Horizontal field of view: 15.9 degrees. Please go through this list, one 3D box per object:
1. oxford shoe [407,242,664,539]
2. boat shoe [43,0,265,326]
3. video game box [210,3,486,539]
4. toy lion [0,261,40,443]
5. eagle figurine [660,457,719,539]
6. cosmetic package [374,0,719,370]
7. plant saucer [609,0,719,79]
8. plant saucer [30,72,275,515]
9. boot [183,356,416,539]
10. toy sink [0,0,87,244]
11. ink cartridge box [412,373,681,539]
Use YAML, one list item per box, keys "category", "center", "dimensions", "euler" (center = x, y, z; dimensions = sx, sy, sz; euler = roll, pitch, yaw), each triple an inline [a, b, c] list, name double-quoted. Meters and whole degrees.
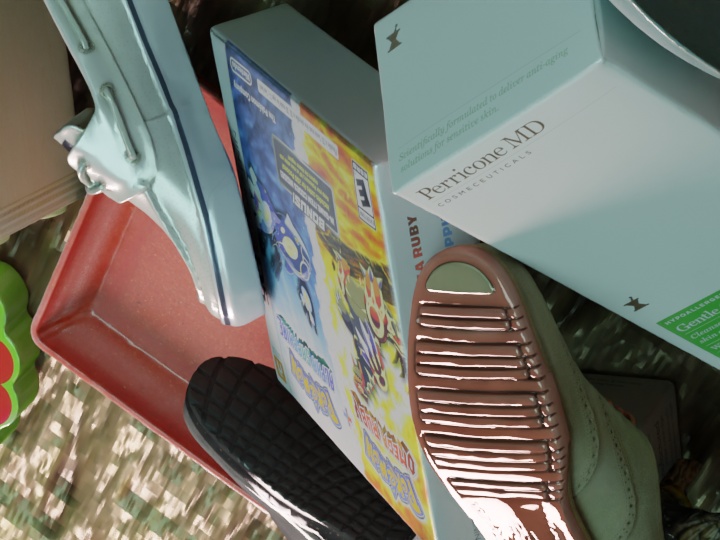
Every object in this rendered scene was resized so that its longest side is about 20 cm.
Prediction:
- category: "oxford shoe"
  center: [0.074, 0.068, 1.022]
  dimensions: [0.071, 0.074, 0.201]
  euler: [8, 126, 40]
- category: "boat shoe"
  center: [-0.103, -0.064, 1.168]
  dimensions: [0.070, 0.071, 0.201]
  euler: [-21, 96, -6]
- category: "video game box"
  center: [0.000, 0.000, 1.104]
  dimensions: [0.200, 0.047, 0.183]
  euler: [-137, 31, -60]
- category: "toy lion"
  center: [-0.270, 0.016, 1.387]
  dimensions: [0.191, 0.069, 0.201]
  euler: [-13, 109, 28]
- category: "eagle figurine"
  center: [0.201, 0.108, 1.090]
  dimensions: [0.199, 0.152, 0.151]
  euler: [3, 134, 28]
- category: "cosmetic package"
  center: [0.112, -0.048, 0.979]
  dimensions: [0.200, 0.085, 0.107]
  euler: [25, 137, -38]
- category: "plant saucer"
  center: [0.116, -0.141, 0.915]
  dimensions: [0.039, 0.201, 0.201]
  euler: [-33, 98, 43]
- category: "plant saucer"
  center: [-0.048, 0.014, 1.266]
  dimensions: [0.199, 0.037, 0.200]
  euler: [35, 129, 9]
- category: "boot"
  center: [-0.027, 0.145, 1.264]
  dimensions: [0.200, 0.070, 0.132]
  euler: [42, 133, 8]
- category: "toy sink"
  center: [-0.217, -0.069, 1.262]
  dimensions: [0.130, 0.112, 0.201]
  euler: [4, 111, 31]
- category: "ink cartridge box"
  center: [0.082, 0.143, 1.157]
  dimensions: [0.067, 0.200, 0.118]
  euler: [6, 119, 28]
